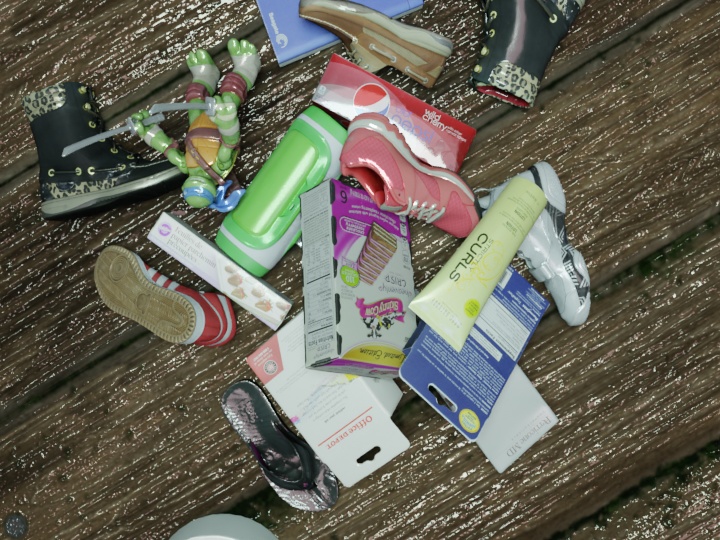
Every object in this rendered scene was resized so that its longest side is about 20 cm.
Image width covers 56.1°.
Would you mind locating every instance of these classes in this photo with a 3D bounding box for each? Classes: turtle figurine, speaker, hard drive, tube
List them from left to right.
[{"bbox_3d":[-0.192,-0.186,0.758,0.197,0.143,0.199,26,56,-25],"label":"turtle figurine"},{"bbox_3d":[-0.090,-0.096,0.824,0.088,0.088,0.202,36,91,-1],"label":"speaker"},{"bbox_3d":[-0.035,-0.357,0.844,0.195,0.025,0.135,-22,92,0],"label":"hard drive"},{"bbox_3d":[0.138,-0.013,0.754,0.057,0.052,0.201,29,73,33],"label":"tube"}]

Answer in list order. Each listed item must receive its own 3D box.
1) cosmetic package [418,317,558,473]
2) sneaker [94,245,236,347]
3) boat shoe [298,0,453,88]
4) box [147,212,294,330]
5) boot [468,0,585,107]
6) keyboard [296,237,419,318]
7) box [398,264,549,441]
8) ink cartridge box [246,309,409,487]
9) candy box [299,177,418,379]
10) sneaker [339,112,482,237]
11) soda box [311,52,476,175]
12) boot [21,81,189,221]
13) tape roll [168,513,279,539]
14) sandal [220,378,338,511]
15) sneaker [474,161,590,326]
[{"bbox_3d":[0.143,0.133,0.836,0.101,0.074,0.201,-39,92,-1],"label":"cosmetic package"},{"bbox_3d":[-0.240,0.036,0.844,0.197,0.112,0.073,31,95,29],"label":"sneaker"},{"bbox_3d":[0.016,-0.272,0.811,0.194,0.076,0.073,16,111,-13],"label":"boat shoe"},{"bbox_3d":[-0.173,0.001,0.848,0.198,0.041,0.039,36,91,-2],"label":"box"},{"bbox_3d":[0.157,-0.307,0.818,0.199,0.073,0.157,24,94,0],"label":"boot"},{"bbox_3d":[0.000,0.000,0.866,0.199,0.011,0.057,41,96,-1],"label":"keyboard"},{"bbox_3d":[0.127,0.077,0.769,0.121,0.032,0.202,41,63,-9],"label":"box"},{"bbox_3d":[-0.031,0.146,0.824,0.116,0.067,0.202,-37,92,24],"label":"ink cartridge box"},{"bbox_3d":[0.000,0.013,0.772,0.060,0.134,0.206,-20,66,42],"label":"candy box"},{"bbox_3d":[0.053,-0.088,0.784,0.198,0.074,0.088,36,54,-11],"label":"sneaker"},{"bbox_3d":[0.040,-0.184,0.828,0.196,0.070,0.065,28,90,-1],"label":"soda box"},{"bbox_3d":[-0.309,-0.159,0.827,0.198,0.073,0.158,-16,89,-1],"label":"boot"},{"bbox_3d":[-0.178,0.420,0.847,0.196,0.071,0.210,0,92,-1],"label":"tape roll"},{"bbox_3d":[-0.106,0.229,0.852,0.075,0.048,0.201,-42,91,1],"label":"sandal"},{"bbox_3d":[0.206,-0.022,0.835,0.112,0.075,0.206,-15,87,1],"label":"sneaker"}]
